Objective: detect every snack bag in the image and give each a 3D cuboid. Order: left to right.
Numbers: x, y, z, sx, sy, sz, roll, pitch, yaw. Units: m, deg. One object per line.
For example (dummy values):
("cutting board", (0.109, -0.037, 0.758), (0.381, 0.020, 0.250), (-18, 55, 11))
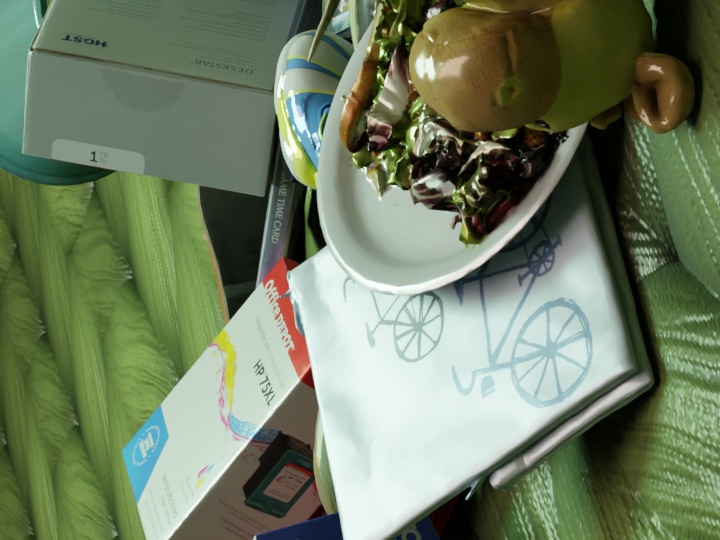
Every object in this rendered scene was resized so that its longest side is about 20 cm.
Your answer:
("snack bag", (0.047, 0.027, 1.354), (0.200, 0.021, 0.189), (-38, 47, 30))

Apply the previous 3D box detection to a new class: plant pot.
("plant pot", (-0.218, -0.185, 2.254), (0.196, 0.199, 0.201), (155, 114, -66))

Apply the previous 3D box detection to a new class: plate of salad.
("plate of salad", (0.040, -0.085, 1.366), (0.200, 0.048, 0.201), (-29, 47, 37))

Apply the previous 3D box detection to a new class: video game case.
("video game case", (-0.040, -0.084, 1.790), (0.143, 0.019, 0.201), (-77, -2, -60))

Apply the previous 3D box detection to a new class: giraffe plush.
("giraffe plush", (0.065, -0.132, 1.228), (0.173, 0.199, 0.163), (-114, 10, -68))

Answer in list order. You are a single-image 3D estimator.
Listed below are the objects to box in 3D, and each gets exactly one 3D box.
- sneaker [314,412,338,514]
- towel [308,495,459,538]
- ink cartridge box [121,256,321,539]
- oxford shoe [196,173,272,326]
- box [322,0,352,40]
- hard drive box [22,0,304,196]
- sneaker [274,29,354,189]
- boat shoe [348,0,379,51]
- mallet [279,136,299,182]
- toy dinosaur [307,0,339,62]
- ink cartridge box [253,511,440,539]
("sneaker", (0.031, 0.069, 1.449), (0.090, 0.067, 0.201), (-120, 42, -53))
("towel", (-0.023, 0.159, 1.603), (0.200, 0.022, 0.145), (11, 74, 58))
("ink cartridge box", (-0.046, 0.076, 1.625), (0.200, 0.067, 0.116), (-51, 29, 15))
("oxford shoe", (-0.078, -0.021, 1.927), (0.071, 0.071, 0.201), (129, 138, -75))
("box", (0.011, -0.241, 1.642), (0.137, 0.037, 0.201), (172, 98, -75))
("hard drive box", (-0.117, -0.142, 1.780), (0.200, 0.155, 0.077), (-76, -4, -57))
("sneaker", (0.019, -0.053, 1.536), (0.105, 0.075, 0.201), (-42, 67, 60))
("boat shoe", (0.039, -0.171, 1.473), (0.066, 0.071, 0.202), (-109, 28, -64))
("mallet", (0.000, 0.000, 1.707), (0.041, 0.066, 0.201), (-139, 36, -72))
("toy dinosaur", (-0.012, -0.214, 1.586), (0.201, 0.058, 0.101), (-96, 0, -47))
("ink cartridge box", (0.023, 0.212, 1.391), (0.201, 0.094, 0.044), (63, 154, 28))
